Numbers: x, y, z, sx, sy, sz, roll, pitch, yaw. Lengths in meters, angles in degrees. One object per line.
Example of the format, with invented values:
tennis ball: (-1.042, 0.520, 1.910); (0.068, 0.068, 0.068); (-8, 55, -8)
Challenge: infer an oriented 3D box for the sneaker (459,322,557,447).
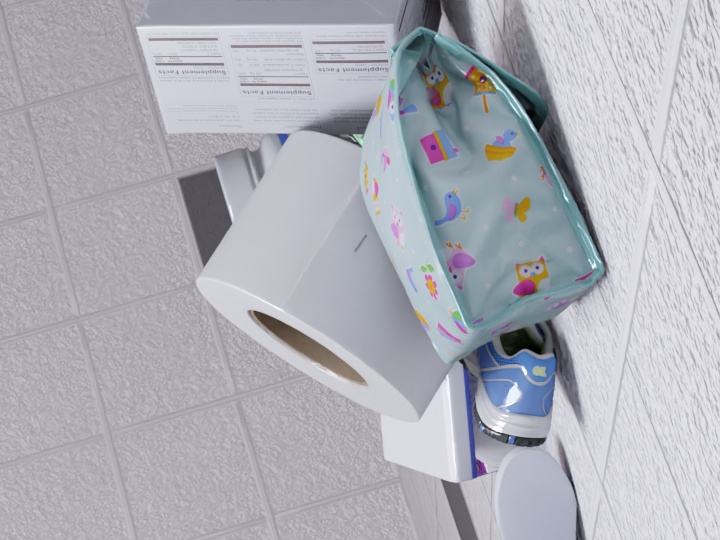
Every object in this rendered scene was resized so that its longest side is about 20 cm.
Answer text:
sneaker: (0.120, 0.055, 1.536); (0.200, 0.076, 0.077); (-109, 31, -57)

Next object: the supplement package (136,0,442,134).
supplement package: (-0.050, -0.195, 1.520); (0.111, 0.200, 0.156); (79, -162, -44)

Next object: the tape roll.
tape roll: (-0.005, 0.005, 1.493); (0.203, 0.139, 0.203); (31, 167, 8)

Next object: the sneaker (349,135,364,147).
sneaker: (0.021, -0.109, 1.654); (0.200, 0.078, 0.085); (54, 155, 18)

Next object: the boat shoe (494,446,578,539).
boat shoe: (0.154, 0.231, 1.658); (0.057, 0.069, 0.200); (-116, 9, -68)

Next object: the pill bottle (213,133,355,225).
pill bottle: (-0.027, -0.086, 1.797); (0.114, 0.200, 0.114); (164, 90, -85)

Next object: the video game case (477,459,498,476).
video game case: (0.109, 0.120, 1.993); (0.200, 0.036, 0.181); (113, 142, -82)

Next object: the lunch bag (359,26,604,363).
lunch bag: (0.069, -0.054, 1.317); (0.170, 0.122, 0.200); (111, 136, -78)

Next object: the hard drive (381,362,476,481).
hard drive: (0.052, 0.075, 1.713); (0.132, 0.025, 0.200); (9, 106, 62)

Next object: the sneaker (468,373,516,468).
sneaker: (0.107, 0.091, 1.726); (0.080, 0.070, 0.200); (-125, 19, -68)
